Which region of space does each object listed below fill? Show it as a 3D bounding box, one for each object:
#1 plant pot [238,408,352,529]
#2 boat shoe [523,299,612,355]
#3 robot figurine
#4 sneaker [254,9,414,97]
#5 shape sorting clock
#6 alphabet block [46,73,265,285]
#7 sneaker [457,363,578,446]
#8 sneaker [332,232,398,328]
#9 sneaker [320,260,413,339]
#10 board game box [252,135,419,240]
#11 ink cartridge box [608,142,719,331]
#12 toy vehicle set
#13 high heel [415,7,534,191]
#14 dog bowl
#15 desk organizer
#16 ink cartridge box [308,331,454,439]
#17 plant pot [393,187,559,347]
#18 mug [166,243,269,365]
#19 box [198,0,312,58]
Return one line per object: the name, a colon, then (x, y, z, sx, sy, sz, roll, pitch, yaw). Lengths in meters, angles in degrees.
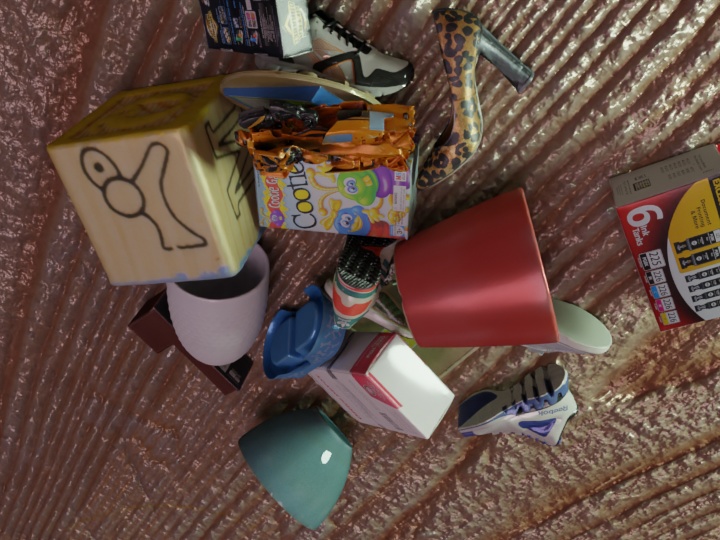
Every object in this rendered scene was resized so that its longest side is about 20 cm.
plant pot: (-0.092, 0.318, 1.179, 0.135, 0.200, 0.200, -42, 110, -4)
boat shoe: (0.259, 0.084, 1.001, 0.199, 0.070, 0.072, 18, 136, 6)
robot figurine: (-0.041, -0.144, 0.768, 0.198, 0.059, 0.145, -3, 169, -1)
sneaker: (-0.031, -0.263, 0.824, 0.198, 0.074, 0.080, 13, 123, 4)
shape sorting clock: (-0.067, -0.202, 0.819, 0.198, 0.200, 0.040, 13, 89, 5)
alphabet block: (-0.243, -0.119, 0.896, 0.194, 0.197, 0.201, -4, 122, 14)
sneaker: (0.259, 0.238, 1.090, 0.199, 0.081, 0.115, -28, 112, 26)
sneaker: (0.000, 0.000, 0.914, 0.070, 0.200, 0.094, 20, 121, 1)
sneaker: (0.047, 0.033, 0.981, 0.199, 0.077, 0.089, 21, 108, -8)
board game box: (-0.028, -0.118, 0.901, 0.198, 0.105, 0.104, 5, 124, 9)
ink cartridge box: (0.430, -0.044, 0.858, 0.175, 0.084, 0.201, -20, 117, 24)
toy vehicle set: (0.072, 0.089, 1.066, 0.200, 0.027, 0.124, 37, 123, -13)
high heel: (0.094, -0.205, 0.829, 0.142, 0.072, 0.200, 34, 108, -18)
dog bowl: (-0.086, 0.101, 1.050, 0.049, 0.112, 0.200, 16, 146, -29)
desk organizer: (-0.281, 0.124, 1.146, 0.077, 0.072, 0.200, -28, 113, 30)
ink cartridge box: (0.023, 0.168, 1.040, 0.146, 0.085, 0.200, 48, 154, -19)
plant pot: (0.146, 0.011, 0.884, 0.176, 0.201, 0.201, -13, 120, 14)
mug: (-0.233, 0.040, 1.047, 0.200, 0.147, 0.176, 36, 138, 25)
box: (-0.128, -0.342, 0.750, 0.158, 0.046, 0.201, 22, 129, 43)
